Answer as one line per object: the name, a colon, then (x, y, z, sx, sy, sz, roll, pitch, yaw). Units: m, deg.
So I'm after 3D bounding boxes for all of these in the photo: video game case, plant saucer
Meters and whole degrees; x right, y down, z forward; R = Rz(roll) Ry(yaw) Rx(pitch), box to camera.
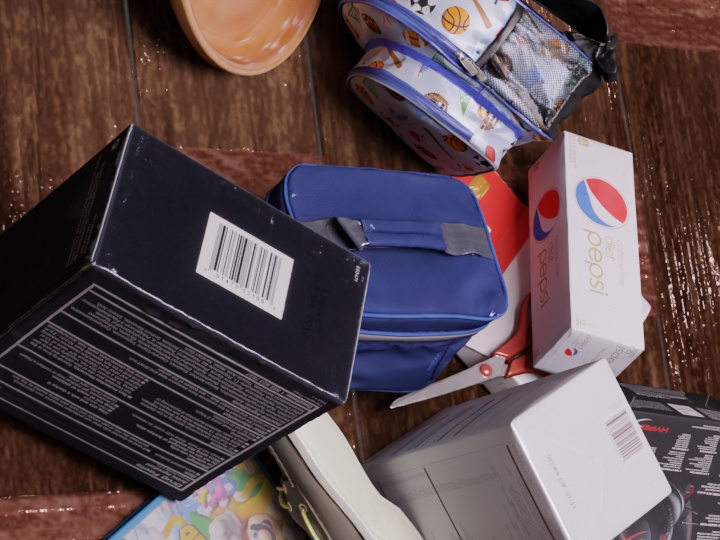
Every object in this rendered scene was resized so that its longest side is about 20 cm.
video game case: (-0.114, 0.225, 1.518, 0.200, 0.018, 0.143, -40, 101, -38)
plant saucer: (-0.089, -0.248, 1.626, 0.200, 0.037, 0.201, -25, 119, -54)

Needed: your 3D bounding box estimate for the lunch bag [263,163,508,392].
lunch bag: (0.000, 0.000, 1.580, 0.199, 0.132, 0.136, 1, 57, -36)

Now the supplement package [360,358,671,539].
supplement package: (0.106, 0.154, 1.588, 0.109, 0.200, 0.114, -30, 95, -38)

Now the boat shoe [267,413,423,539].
boat shoe: (-0.024, 0.164, 1.557, 0.202, 0.060, 0.072, 54, 22, -16)

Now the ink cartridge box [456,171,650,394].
ink cartridge box: (0.130, 0.016, 1.748, 0.200, 0.050, 0.161, 49, 53, -16)

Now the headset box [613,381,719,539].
headset box: (0.210, 0.194, 1.689, 0.148, 0.075, 0.201, 9, 104, -34)

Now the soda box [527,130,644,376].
soda box: (0.177, -0.011, 1.720, 0.068, 0.064, 0.201, 17, 50, -19)

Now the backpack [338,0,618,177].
backpack: (0.072, -0.170, 1.685, 0.191, 0.200, 0.154, 45, 74, -10)

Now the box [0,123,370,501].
box: (-0.135, 0.033, 1.439, 0.200, 0.198, 0.124, 31, 49, -25)

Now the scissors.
scissors: (0.110, 0.079, 1.680, 0.200, 0.014, 0.073, -35, 83, -36)
